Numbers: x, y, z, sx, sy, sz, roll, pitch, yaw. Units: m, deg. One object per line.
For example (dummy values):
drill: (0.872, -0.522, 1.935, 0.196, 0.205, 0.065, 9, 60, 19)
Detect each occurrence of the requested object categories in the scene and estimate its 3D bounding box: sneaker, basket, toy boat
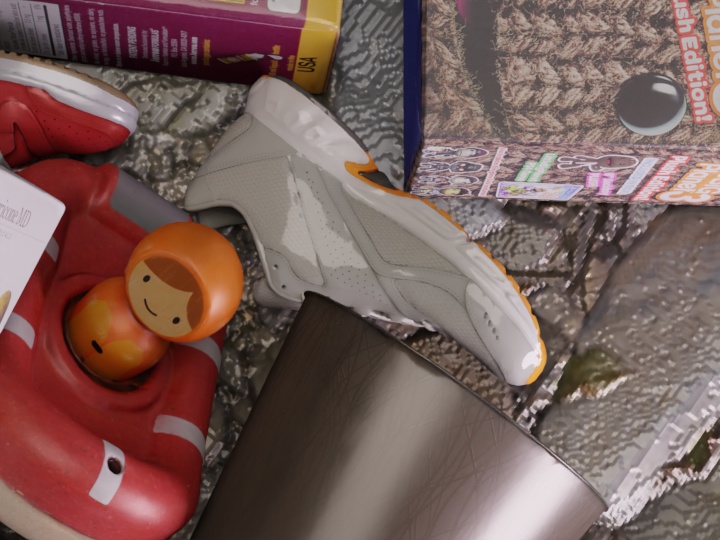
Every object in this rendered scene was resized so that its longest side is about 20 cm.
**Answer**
sneaker: (0.000, 0.000, 0.944, 0.200, 0.076, 0.092, 41, 85, 13)
basket: (-0.009, 0.143, 0.874, 0.180, 0.136, 0.201, 37, 82, -24)
toy boat: (-0.103, 0.025, 0.855, 0.130, 0.130, 0.201, 33, 41, -26)
sneaker: (-0.211, -0.048, 0.930, 0.198, 0.071, 0.113, 6, 73, 5)

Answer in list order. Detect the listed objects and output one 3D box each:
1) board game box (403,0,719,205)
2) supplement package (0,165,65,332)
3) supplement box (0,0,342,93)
board game box: (0.123, -0.123, 0.962, 0.198, 0.097, 0.161, 1, 77, -4)
supplement package: (-0.216, 0.032, 0.744, 0.109, 0.114, 0.201, 27, 88, 6)
supplement box: (-0.104, -0.172, 0.951, 0.198, 0.103, 0.132, 8, 77, -4)
